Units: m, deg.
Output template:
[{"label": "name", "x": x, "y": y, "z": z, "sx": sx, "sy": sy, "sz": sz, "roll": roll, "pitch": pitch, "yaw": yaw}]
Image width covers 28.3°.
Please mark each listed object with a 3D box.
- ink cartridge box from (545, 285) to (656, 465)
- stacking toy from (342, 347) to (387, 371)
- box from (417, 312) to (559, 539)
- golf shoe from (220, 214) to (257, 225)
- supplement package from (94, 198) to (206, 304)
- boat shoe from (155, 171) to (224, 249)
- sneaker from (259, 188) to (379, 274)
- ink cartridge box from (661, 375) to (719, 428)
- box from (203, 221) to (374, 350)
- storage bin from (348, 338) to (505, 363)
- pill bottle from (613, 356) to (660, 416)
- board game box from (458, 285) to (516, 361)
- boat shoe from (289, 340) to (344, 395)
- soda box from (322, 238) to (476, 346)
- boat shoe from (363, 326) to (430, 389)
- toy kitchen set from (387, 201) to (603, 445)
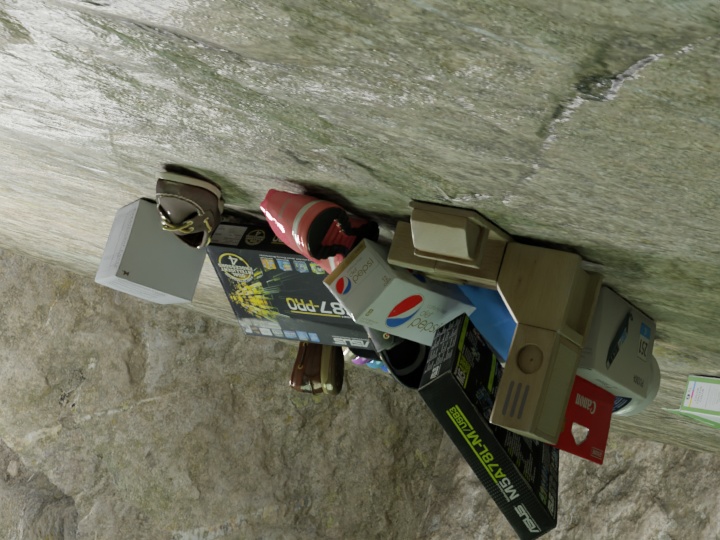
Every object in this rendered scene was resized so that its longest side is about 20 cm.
[{"label": "ink cartridge box", "x": 0.272, "y": 0.123, "z": 1.600, "sx": 0.044, "sy": 0.177, "sz": 0.200, "roll": 6, "pitch": 169, "yaw": 29}, {"label": "stacking toy", "x": 0.069, "y": 0.112, "z": 1.950, "sx": 0.199, "sy": 0.086, "sz": 0.085, "roll": 22, "pitch": 171, "yaw": -19}, {"label": "box", "x": 0.137, "y": 0.157, "z": 1.478, "sx": 0.194, "sy": 0.047, "sz": 0.200, "roll": 53, "pitch": -164, "yaw": -8}, {"label": "golf shoe", "x": -0.155, "y": -0.014, "z": 1.816, "sx": 0.199, "sy": 0.098, "sz": 0.078, "roll": 23, "pitch": 172, "yaw": -37}, {"label": "supplement package", "x": -0.284, "y": -0.022, "z": 1.958, "sx": 0.109, "sy": 0.114, "sz": 0.200, "roll": 19, "pitch": 173, "yaw": -17}, {"label": "boat shoe", "x": -0.198, "y": -0.068, "z": 1.626, "sx": 0.071, "sy": 0.060, "sz": 0.200, "roll": 16, "pitch": 173, "yaw": 3}, {"label": "sneaker", "x": -0.043, "y": -0.046, "z": 1.508, "sx": 0.087, "sy": 0.074, "sz": 0.200, "roll": 30, "pitch": 176, "yaw": 22}, {"label": "ink cartridge box", "x": 0.537, "y": 0.195, "z": 2.077, "sx": 0.103, "sy": 0.060, "sz": 0.200, "roll": 18, "pitch": 173, "yaw": -17}, {"label": "box", "x": -0.075, "y": 0.018, "z": 1.734, "sx": 0.199, "sy": 0.049, "sz": 0.162, "roll": 6, "pitch": 139, "yaw": 26}, {"label": "storage bin", "x": 0.101, "y": 0.073, "z": 1.820, "sx": 0.199, "sy": 0.147, "sz": 0.134, "roll": 10, "pitch": -179, "yaw": 40}, {"label": "pill bottle", "x": 0.286, "y": 0.116, "z": 1.775, "sx": 0.115, "sy": 0.116, "sz": 0.200, "roll": 9, "pitch": 170, "yaw": 41}, {"label": "board game box", "x": 0.173, "y": 0.045, "z": 1.623, "sx": 0.200, "sy": 0.039, "sz": 0.158, "roll": 48, "pitch": 162, "yaw": -2}, {"label": "boat shoe", "x": -0.055, "y": 0.067, "z": 1.836, "sx": 0.067, "sy": 0.201, "sz": 0.072, "roll": -3, "pitch": 147, "yaw": 10}, {"label": "soda box", "x": 0.046, "y": 0.027, "z": 1.543, "sx": 0.064, "sy": 0.068, "sz": 0.200, "roll": 50, "pitch": -165, "yaw": 27}, {"label": "boat shoe", "x": 0.038, "y": 0.058, "z": 1.671, "sx": 0.063, "sy": 0.073, "sz": 0.202, "roll": 48, "pitch": 167, "yaw": 48}, {"label": "toy kitchen set", "x": 0.098, "y": 0.046, "z": 1.381, "sx": 0.199, "sy": 0.182, "sz": 0.163, "roll": 12, "pitch": 171, "yaw": 31}]
